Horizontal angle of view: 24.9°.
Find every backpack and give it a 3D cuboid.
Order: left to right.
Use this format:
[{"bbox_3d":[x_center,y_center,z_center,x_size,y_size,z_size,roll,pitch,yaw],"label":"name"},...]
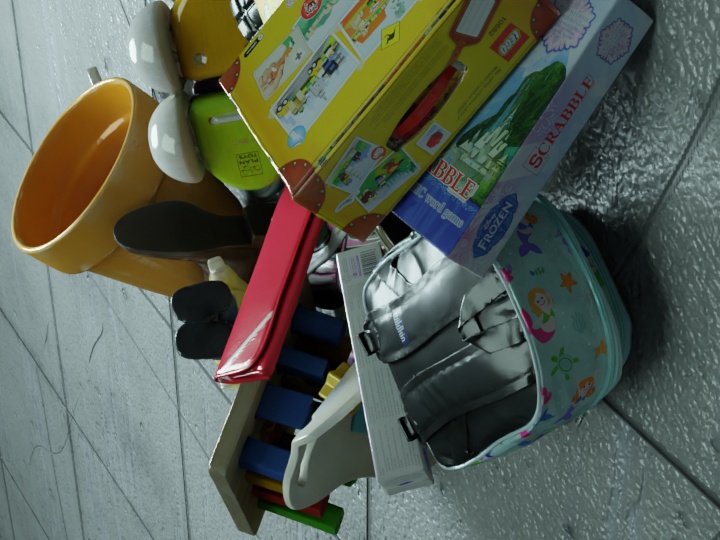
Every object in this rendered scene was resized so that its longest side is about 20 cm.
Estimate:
[{"bbox_3d":[0.104,0.037,1.171,0.179,0.149,0.200,66,158,10],"label":"backpack"}]

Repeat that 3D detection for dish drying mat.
[{"bbox_3d":[-0.073,0.003,1.415,0.076,0.018,0.202,-14,52,51],"label":"dish drying mat"}]

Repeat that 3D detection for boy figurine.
[{"bbox_3d":[-0.129,0.051,1.550,0.200,0.064,0.126,53,-151,-83],"label":"boy figurine"}]

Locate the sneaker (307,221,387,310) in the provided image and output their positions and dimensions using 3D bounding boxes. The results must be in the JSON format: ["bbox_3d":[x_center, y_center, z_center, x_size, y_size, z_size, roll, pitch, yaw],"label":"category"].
[{"bbox_3d":[0.000,0.000,1.458,0.087,0.080,0.200,54,158,11],"label":"sneaker"}]

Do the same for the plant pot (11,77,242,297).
[{"bbox_3d":[-0.227,-0.065,1.680,0.183,0.201,0.200,34,177,-33],"label":"plant pot"}]

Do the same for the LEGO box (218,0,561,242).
[{"bbox_3d":[0.014,-0.148,1.089,0.200,0.077,0.149,-49,43,14],"label":"LEGO box"}]

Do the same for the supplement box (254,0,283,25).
[{"bbox_3d":[0.011,-0.160,1.279,0.202,0.108,0.109,68,155,8],"label":"supplement box"}]

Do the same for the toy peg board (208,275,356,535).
[{"bbox_3d":[-0.045,0.133,1.480,0.097,0.202,0.200,16,158,11],"label":"toy peg board"}]

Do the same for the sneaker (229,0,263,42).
[{"bbox_3d":[-0.044,-0.199,1.378,0.075,0.079,0.201,-35,82,53],"label":"sneaker"}]

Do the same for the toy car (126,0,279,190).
[{"bbox_3d":[-0.109,-0.179,1.493,0.150,0.173,0.202,-71,-30,-72],"label":"toy car"}]

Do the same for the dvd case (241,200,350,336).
[{"bbox_3d":[-0.071,-0.001,1.669,0.200,0.022,0.148,-6,101,66],"label":"dvd case"}]

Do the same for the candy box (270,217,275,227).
[{"bbox_3d":[-0.077,0.044,1.539,0.026,0.102,0.202,13,102,14],"label":"candy box"}]

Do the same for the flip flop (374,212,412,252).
[{"bbox_3d":[0.064,0.002,1.325,0.201,0.081,0.058,58,151,14],"label":"flip flop"}]

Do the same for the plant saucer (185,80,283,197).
[{"bbox_3d":[-0.139,-0.166,1.661,0.200,0.050,0.202,46,146,45],"label":"plant saucer"}]

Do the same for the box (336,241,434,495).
[{"bbox_3d":[0.018,0.075,1.286,0.039,0.041,0.202,59,-163,-60],"label":"box"}]

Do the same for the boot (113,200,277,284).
[{"bbox_3d":[-0.162,0.017,1.634,0.201,0.184,0.065,108,156,-50],"label":"boot"}]

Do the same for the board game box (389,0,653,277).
[{"bbox_3d":[0.072,-0.127,1.110,0.201,0.041,0.200,-57,42,6],"label":"board game box"}]

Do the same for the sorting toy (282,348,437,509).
[{"bbox_3d":[0.004,0.119,1.383,0.107,0.180,0.201,38,144,18],"label":"sorting toy"}]

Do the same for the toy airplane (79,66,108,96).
[{"bbox_3d":[-0.265,-0.111,1.853,0.200,0.140,0.201,42,143,46],"label":"toy airplane"}]
